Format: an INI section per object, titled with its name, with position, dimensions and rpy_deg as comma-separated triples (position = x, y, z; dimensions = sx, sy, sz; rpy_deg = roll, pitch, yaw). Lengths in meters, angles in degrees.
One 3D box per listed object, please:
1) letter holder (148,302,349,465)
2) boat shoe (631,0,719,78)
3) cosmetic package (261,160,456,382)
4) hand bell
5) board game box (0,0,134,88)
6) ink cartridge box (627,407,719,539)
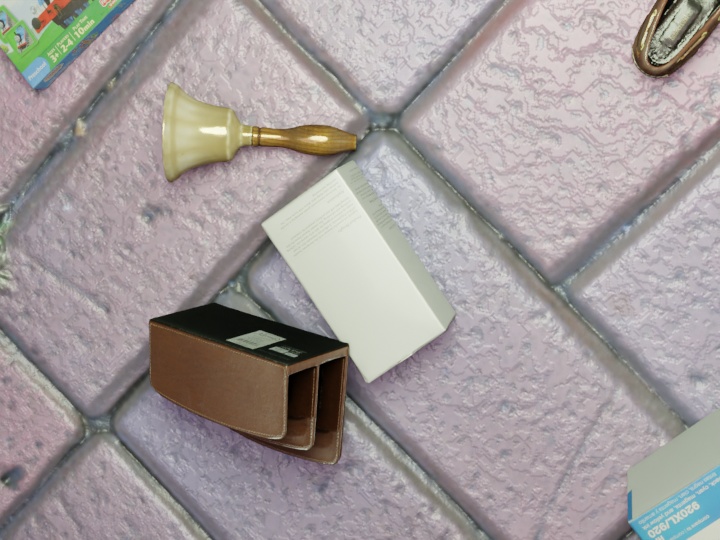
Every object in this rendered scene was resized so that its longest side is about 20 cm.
[letter holder]
position = -0.122, 0.132, 1.180
dimensions = 0.199, 0.100, 0.144
rpy_deg = 14, 108, 36
[boat shoe]
position = 0.328, -0.271, 1.054
dimensions = 0.070, 0.070, 0.201
rpy_deg = 31, 104, 6
[cosmetic package]
position = 0.000, 0.000, 1.172
dimensions = 0.107, 0.085, 0.201
rpy_deg = -32, 93, 17
[hand bell]
position = -0.103, -0.142, 1.179
dimensions = 0.197, 0.104, 0.105
rpy_deg = 2, 102, 0
[board game box]
position = -0.361, -0.325, 1.215
dimensions = 0.151, 0.037, 0.201
rpy_deg = -39, 90, 17
[ink cartridge box]
position = 0.380, 0.263, 1.106
dimensions = 0.144, 0.147, 0.201
rpy_deg = -38, 91, 17
